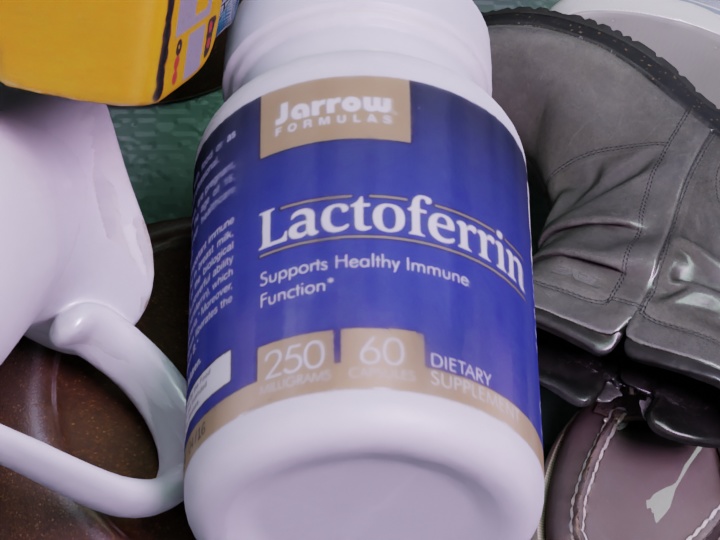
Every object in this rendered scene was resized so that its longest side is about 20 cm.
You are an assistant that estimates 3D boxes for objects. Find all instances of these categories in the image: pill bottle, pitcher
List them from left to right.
[{"bbox_3d":[-0.136,0.013,0.898,0.172,0.121,0.200,57,29,10],"label":"pitcher"},{"bbox_3d":[0.000,0.000,0.964,0.115,0.116,0.200,9,53,-14],"label":"pill bottle"}]

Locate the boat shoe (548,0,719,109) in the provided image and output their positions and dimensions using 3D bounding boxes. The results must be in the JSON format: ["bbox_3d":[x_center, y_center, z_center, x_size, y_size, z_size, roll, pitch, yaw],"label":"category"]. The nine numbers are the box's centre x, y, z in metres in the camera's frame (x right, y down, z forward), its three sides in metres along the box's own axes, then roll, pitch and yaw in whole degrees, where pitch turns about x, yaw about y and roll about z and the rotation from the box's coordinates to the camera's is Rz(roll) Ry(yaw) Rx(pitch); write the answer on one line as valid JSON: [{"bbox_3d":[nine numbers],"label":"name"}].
[{"bbox_3d":[0.163,-0.079,1.150,0.200,0.070,0.072,14,41,-11],"label":"boat shoe"}]

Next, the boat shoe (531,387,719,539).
[{"bbox_3d":[0.125,0.048,1.049,0.072,0.060,0.200,37,49,5],"label":"boat shoe"}]

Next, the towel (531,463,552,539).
[{"bbox_3d":[0.047,0.169,0.989,0.147,0.024,0.200,45,56,12],"label":"towel"}]

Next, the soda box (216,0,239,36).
[{"bbox_3d":[-0.131,-0.140,0.970,0.200,0.068,0.064,30,42,10],"label":"soda box"}]

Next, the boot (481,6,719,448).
[{"bbox_3d":[0.079,-0.019,1.040,0.200,0.068,0.131,24,50,29],"label":"boot"}]

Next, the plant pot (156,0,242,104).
[{"bbox_3d":[-0.076,-0.190,1.046,0.186,0.200,0.187,8,60,-14],"label":"plant pot"}]

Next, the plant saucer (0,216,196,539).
[{"bbox_3d":[-0.037,0.056,1.007,0.200,0.035,0.201,7,54,-10],"label":"plant saucer"}]

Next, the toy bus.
[{"bbox_3d":[-0.146,-0.107,0.892,0.199,0.065,0.078,14,23,11],"label":"toy bus"}]
